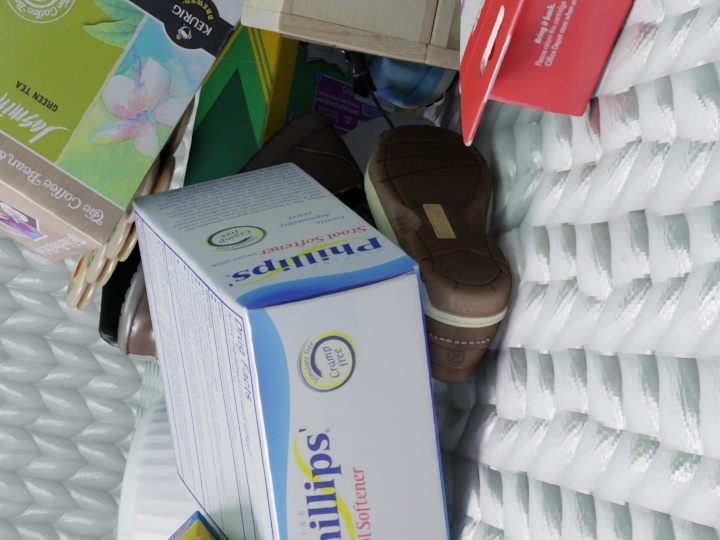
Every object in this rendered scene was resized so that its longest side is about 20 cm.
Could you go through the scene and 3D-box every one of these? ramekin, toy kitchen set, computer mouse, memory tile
[{"bbox_3d":[-0.104,0.173,1.860,0.202,0.094,0.204,4,-90,-78],"label":"ramekin"},{"bbox_3d":[-0.011,-0.208,1.479,0.200,0.180,0.164,16,97,54],"label":"toy kitchen set"},{"bbox_3d":[0.008,-0.085,1.624,0.059,0.034,0.201,79,170,-62],"label":"computer mouse"},{"bbox_3d":[-0.148,-0.066,1.743,0.200,0.017,0.154,136,152,-59],"label":"memory tile"}]

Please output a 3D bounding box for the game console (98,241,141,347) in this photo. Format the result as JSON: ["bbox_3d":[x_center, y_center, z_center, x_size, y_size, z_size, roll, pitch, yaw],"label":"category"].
[{"bbox_3d":[-0.088,0.043,1.820,0.200,0.116,0.176,-94,-20,-59],"label":"game console"}]

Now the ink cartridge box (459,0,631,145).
[{"bbox_3d":[0.095,-0.161,1.313,0.116,0.067,0.201,109,168,-46],"label":"ink cartridge box"}]

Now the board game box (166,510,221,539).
[{"bbox_3d":[-0.053,0.208,1.487,0.040,0.153,0.200,-45,2,-3],"label":"board game box"}]

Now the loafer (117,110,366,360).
[{"bbox_3d":[-0.066,-0.015,1.583,0.200,0.071,0.073,-46,-14,-24],"label":"loafer"}]

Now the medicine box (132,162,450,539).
[{"bbox_3d":[-0.039,0.061,1.463,0.200,0.102,0.183,-140,39,-61],"label":"medicine box"}]

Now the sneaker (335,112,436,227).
[{"bbox_3d":[0.000,0.000,1.684,0.114,0.075,0.201,83,-153,-55],"label":"sneaker"}]

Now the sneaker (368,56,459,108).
[{"bbox_3d":[0.030,-0.179,1.667,0.200,0.089,0.079,112,166,-55],"label":"sneaker"}]

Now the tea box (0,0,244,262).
[{"bbox_3d":[-0.172,-0.122,1.570,0.197,0.133,0.200,-61,12,-10],"label":"tea box"}]

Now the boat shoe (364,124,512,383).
[{"bbox_3d":[0.037,-0.009,1.483,0.203,0.074,0.075,-95,13,-59],"label":"boat shoe"}]

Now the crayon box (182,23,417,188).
[{"bbox_3d":[-0.036,-0.089,1.741,0.200,0.058,0.174,14,-96,-62],"label":"crayon box"}]
